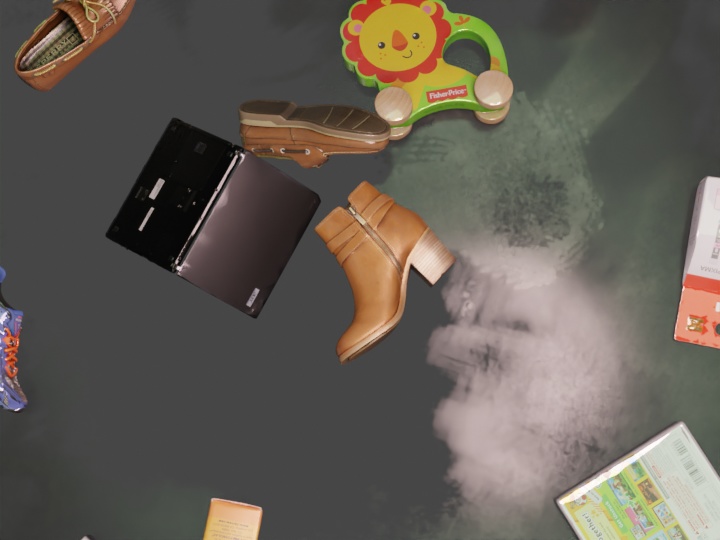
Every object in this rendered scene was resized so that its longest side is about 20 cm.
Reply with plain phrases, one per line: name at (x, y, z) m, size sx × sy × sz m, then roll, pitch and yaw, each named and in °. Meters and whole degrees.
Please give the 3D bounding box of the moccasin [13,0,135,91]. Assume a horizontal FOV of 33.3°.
moccasin at (-0.358, -0.315, 1.518) m, size 0.201 × 0.078 × 0.074 m, roll -40°, pitch 83°, yaw -3°

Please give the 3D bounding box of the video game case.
video game case at (0.362, 0.312, 1.439) m, size 0.182 × 0.023 × 0.200 m, roll -32°, pitch 84°, yaw -2°

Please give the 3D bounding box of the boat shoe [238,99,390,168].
boat shoe at (-0.055, -0.163, 1.481) m, size 0.200 × 0.072 × 0.068 m, roll 12°, pitch 122°, yaw 23°

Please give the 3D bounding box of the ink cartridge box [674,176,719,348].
ink cartridge box at (0.479, -0.002, 1.462) m, size 0.162 × 0.057 × 0.200 m, roll 11°, pitch 79°, yaw 3°

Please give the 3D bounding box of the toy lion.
toy lion at (0.078, -0.271, 1.510) m, size 0.200 × 0.069 × 0.192 m, roll -9°, pitch 75°, yaw 1°

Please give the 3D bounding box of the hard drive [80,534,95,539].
hard drive at (-0.307, 0.437, 1.443) m, size 0.200 × 0.033 × 0.140 m, roll 44°, pitch 86°, yaw 7°

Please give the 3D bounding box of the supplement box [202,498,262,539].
supplement box at (-0.166, 0.373, 1.412) m, size 0.069 × 0.067 × 0.200 m, roll 10°, pitch 74°, yaw -3°

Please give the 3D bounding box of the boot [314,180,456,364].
boot at (0.000, 0.000, 1.463) m, size 0.155 × 0.077 × 0.200 m, roll 42°, pitch 83°, yaw 5°

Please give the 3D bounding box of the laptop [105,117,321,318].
laptop at (-0.185, -0.068, 1.515) m, size 0.200 × 0.103 × 0.177 m, roll 25°, pitch 83°, yaw 31°

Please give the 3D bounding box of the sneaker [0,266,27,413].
sneaker at (-0.447, 0.079, 1.476) m, size 0.078 × 0.075 × 0.200 m, roll -22°, pitch 84°, yaw -4°
